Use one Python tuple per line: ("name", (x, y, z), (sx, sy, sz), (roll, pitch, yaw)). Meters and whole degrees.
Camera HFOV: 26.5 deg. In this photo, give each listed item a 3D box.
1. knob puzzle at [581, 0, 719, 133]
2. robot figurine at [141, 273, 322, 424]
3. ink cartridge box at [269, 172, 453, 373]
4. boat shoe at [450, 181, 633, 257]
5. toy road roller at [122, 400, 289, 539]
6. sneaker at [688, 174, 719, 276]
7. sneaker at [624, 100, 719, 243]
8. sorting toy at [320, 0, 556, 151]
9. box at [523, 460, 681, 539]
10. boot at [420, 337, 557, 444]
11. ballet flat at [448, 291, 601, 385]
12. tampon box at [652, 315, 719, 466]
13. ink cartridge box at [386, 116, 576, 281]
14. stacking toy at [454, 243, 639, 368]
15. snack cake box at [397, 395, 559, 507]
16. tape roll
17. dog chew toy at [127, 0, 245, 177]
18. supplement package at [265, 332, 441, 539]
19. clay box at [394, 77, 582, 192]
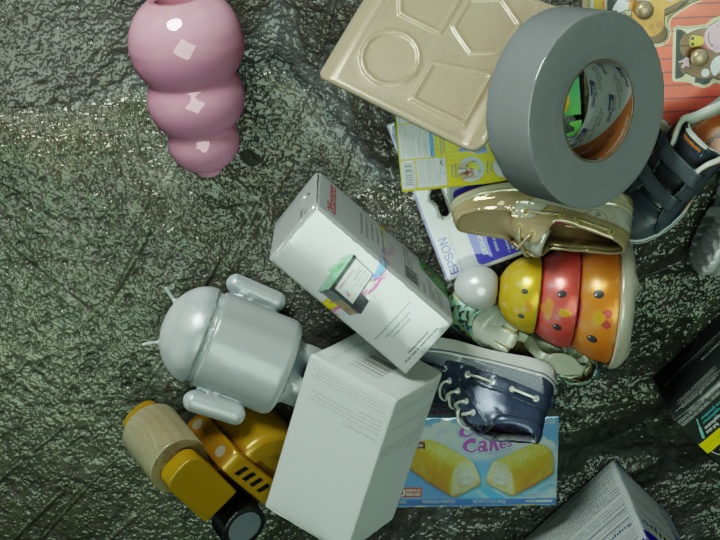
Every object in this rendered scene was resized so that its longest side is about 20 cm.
("knob puzzle", (0.344, -0.246, 1.672), (0.218, 0.030, 0.221), (0, 107, -1))
("robot figurine", (-0.142, 0.089, 1.728), (0.199, 0.113, 0.171), (23, 65, -8))
("ink cartridge box", (0.000, 0.000, 1.685), (0.200, 0.145, 0.084), (40, 103, -12))
("boat shoe", (0.195, -0.049, 1.648), (0.198, 0.070, 0.074), (0, 151, 8))
("toy road roller", (-0.159, 0.204, 1.744), (0.146, 0.123, 0.200), (-46, 134, -4))
("sneaker", (0.445, -0.081, 1.716), (0.082, 0.075, 0.201), (17, 110, -27))
("sneaker", (0.349, -0.114, 1.678), (0.200, 0.079, 0.078), (-47, 71, 10))
("sorting toy", (0.083, -0.235, 1.604), (0.199, 0.037, 0.186), (26, 75, 16))
("box", (0.278, 0.350, 1.770), (0.105, 0.200, 0.184), (43, 102, -14))
("boot", (0.118, 0.136, 1.731), (0.199, 0.091, 0.073), (8, 147, 16))
("ballet flat", (0.190, 0.077, 1.753), (0.199, 0.074, 0.075), (20, 106, -7))
("tampon box", (0.465, 0.162, 1.751), (0.200, 0.126, 0.150), (41, 103, -13))
("ink cartridge box", (0.153, -0.113, 1.704), (0.199, 0.043, 0.199), (-20, 106, 5))
("stacking toy", (0.203, 0.031, 1.702), (0.198, 0.146, 0.147), (4, 108, 2))
("snack cake box", (0.130, 0.211, 1.795), (0.198, 0.067, 0.116), (-1, 108, 0))
("tape roll", (0.222, -0.168, 1.567), (0.199, 0.066, 0.202), (-12, 110, -36))
("dog chew toy", (-0.179, -0.196, 1.639), (0.124, 0.125, 0.201), (-7, 116, 1))
("supplement package", (-0.008, 0.190, 1.709), (0.117, 0.117, 0.201), (26, 113, 21))
("clay box", (0.137, -0.154, 1.644), (0.198, 0.048, 0.116), (-6, 111, 1))
